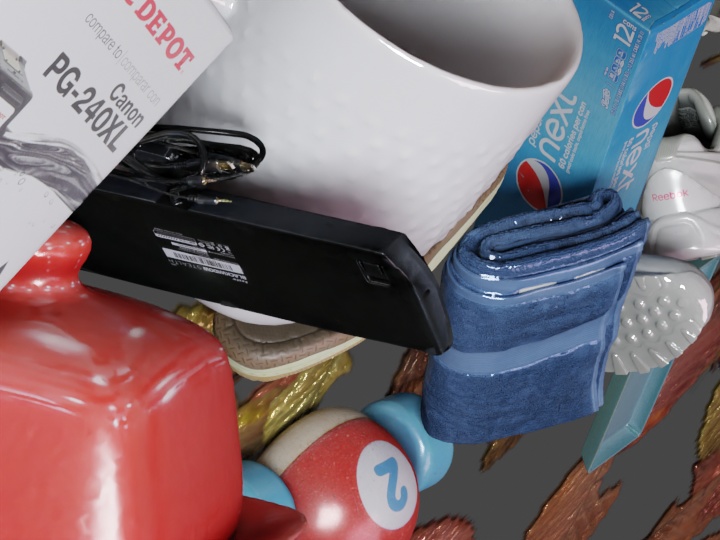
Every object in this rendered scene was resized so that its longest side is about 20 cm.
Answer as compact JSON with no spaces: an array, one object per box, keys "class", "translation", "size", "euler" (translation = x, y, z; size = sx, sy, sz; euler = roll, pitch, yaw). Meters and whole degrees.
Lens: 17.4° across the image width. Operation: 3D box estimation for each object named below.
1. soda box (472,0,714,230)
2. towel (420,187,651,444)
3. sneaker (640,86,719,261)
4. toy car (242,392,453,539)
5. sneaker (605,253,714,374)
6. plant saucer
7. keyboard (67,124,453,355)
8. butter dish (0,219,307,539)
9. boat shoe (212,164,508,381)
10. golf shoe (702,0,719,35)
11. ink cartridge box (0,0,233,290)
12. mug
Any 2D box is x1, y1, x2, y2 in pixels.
[{"class":"soda box","translation":[0.127,-0.086,1.304],"size":[0.064,0.068,0.200],"euler":[-32,151,-38]},{"class":"towel","translation":[0.093,0.033,1.307],"size":[0.111,0.049,0.200],"euler":[-15,153,-13]},{"class":"sneaker","translation":[0.220,-0.070,1.488],"size":[0.200,0.078,0.100],"euler":[-39,119,-70]},{"class":"toy car","translation":[0.012,0.197,1.352],"size":[0.184,0.200,0.177],"euler":[-20,143,-50]},{"class":"sneaker","translation":[0.150,0.018,1.428],"size":[0.080,0.077,0.200],"euler":[-42,-167,-31]},{"class":"plant saucer","translation":[0.212,0.067,1.749],"size":[0.070,0.019,0.200],"euler":[-30,149,-39]},{"class":"keyboard","translation":[-0.058,-0.025,0.912],"size":[0.040,0.199,0.104],"euler":[-65,153,-26]},{"class":"butter dish","translation":[-0.131,0.051,0.926],"size":[0.199,0.199,0.149],"euler":[-26,123,-73]},{"class":"boat shoe","translation":[0.000,0.000,1.212],"size":[0.200,0.072,0.076],"euler":[-37,165,-29]},{"class":"golf shoe","translation":[0.227,-0.174,1.372],"size":[0.088,0.077,0.200],"euler":[-21,173,15]},{"class":"ink cartridge box","translation":[-0.153,-0.062,0.815],"size":[0.200,0.083,0.145],"euler":[-48,157,-4]},{"class":"mug","translation":[-0.037,-0.071,0.967],"size":[0.199,0.148,0.176],"euler":[12,132,-31]}]
